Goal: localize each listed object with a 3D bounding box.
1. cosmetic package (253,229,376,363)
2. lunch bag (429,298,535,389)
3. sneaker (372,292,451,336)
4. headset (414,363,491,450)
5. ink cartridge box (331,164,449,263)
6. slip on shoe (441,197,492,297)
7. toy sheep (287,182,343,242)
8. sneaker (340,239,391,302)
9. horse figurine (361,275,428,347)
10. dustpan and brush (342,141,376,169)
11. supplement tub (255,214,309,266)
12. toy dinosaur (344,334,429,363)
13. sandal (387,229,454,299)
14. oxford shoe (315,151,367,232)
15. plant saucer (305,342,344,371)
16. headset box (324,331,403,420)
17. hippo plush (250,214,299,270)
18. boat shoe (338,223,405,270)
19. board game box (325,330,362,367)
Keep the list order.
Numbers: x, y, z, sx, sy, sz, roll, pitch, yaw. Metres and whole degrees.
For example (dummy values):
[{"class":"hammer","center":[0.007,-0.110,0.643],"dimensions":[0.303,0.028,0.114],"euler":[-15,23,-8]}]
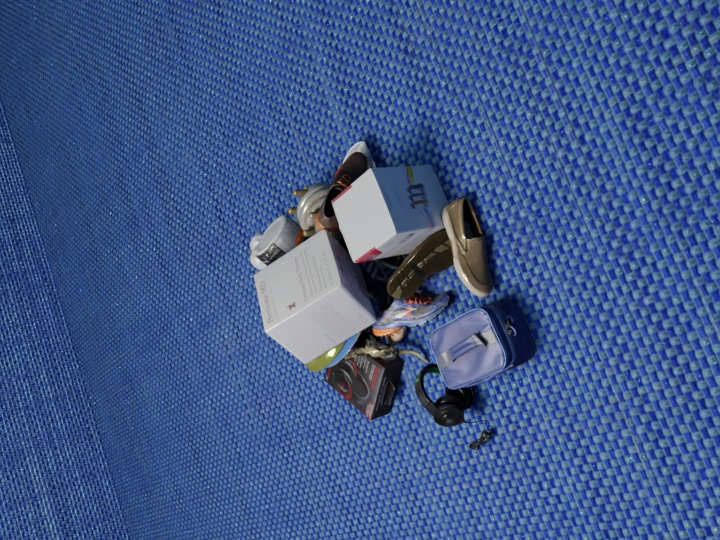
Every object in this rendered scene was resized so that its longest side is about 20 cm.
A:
[{"class":"cosmetic package","center":[-0.098,0.059,1.600],"dimensions":[0.197,0.166,0.170],"euler":[-31,48,13]},{"class":"lunch bag","center":[0.241,0.148,1.466],"dimensions":[0.199,0.130,0.139],"euler":[-36,73,45]},{"class":"sneaker","center":[0.105,0.082,1.600],"dimensions":[0.196,0.075,0.080],"euler":[-19,95,20]},{"class":"headset","center":[0.194,0.291,1.565],"dimensions":[0.199,0.123,0.095],"euler":[41,129,7]},{"class":"ink cartridge box","center":[0.072,-0.120,1.538],"dimensions":[0.144,0.197,0.148],"euler":[-34,73,43]},{"class":"slip on shoe","center":[0.225,-0.049,1.484],"dimensions":[0.060,0.075,0.205],"euler":[-34,67,51]},{"class":"toy sheep","center":[-0.089,-0.137,1.690],"dimensions":[0.202,0.135,0.140],"euler":[57,134,37]},{"class":"sneaker","center":[0.000,0.000,1.722],"dimensions":[0.075,0.083,0.204],"euler":[-38,73,43]},{"class":"horse figurine","center":[0.069,0.108,1.684],"dimensions":[0.130,0.050,0.204],"euler":[24,111,11]},{"class":"dustpan and brush","center":[-0.022,-0.188,1.719],"dimensions":[0.142,0.056,0.200],"euler":[66,153,16]},{"class":"supplement tub","center":[-0.140,-0.025,1.737],"dimensions":[0.199,0.124,0.121],"euler":[39,140,-22]},{"class":"toy dinosaur","center":[0.055,0.180,1.647],"dimensions":[0.194,0.088,0.049],"euler":[5,73,11]},{"class":"sandal","center":[0.136,-0.018,1.562],"dimensions":[0.081,0.055,0.200],"euler":[39,110,-16]},{"class":"oxford shoe","center":[-0.032,-0.179,1.598],"dimensions":[0.070,0.204,0.073],"euler":[24,161,-1]},{"class":"plant saucer","center":[-0.083,0.135,1.715],"dimensions":[0.200,0.031,0.203],"euler":[-45,28,31]},{"class":"headset box","center":[0.013,0.248,1.772],"dimensions":[0.199,0.074,0.152],"euler":[35,121,37]},{"class":"hippo plush","center":[-0.177,-0.058,1.844],"dimensions":[0.161,0.157,0.203],"euler":[-44,48,30]},{"class":"boat shoe","center":[0.032,-0.066,1.613],"dimensions":[0.061,0.199,0.074],"euler":[17,71,50]},{"class":"board game box","center":[-0.028,0.134,1.696],"dimensions":[0.159,0.038,0.202],"euler":[-51,27,20]}]
